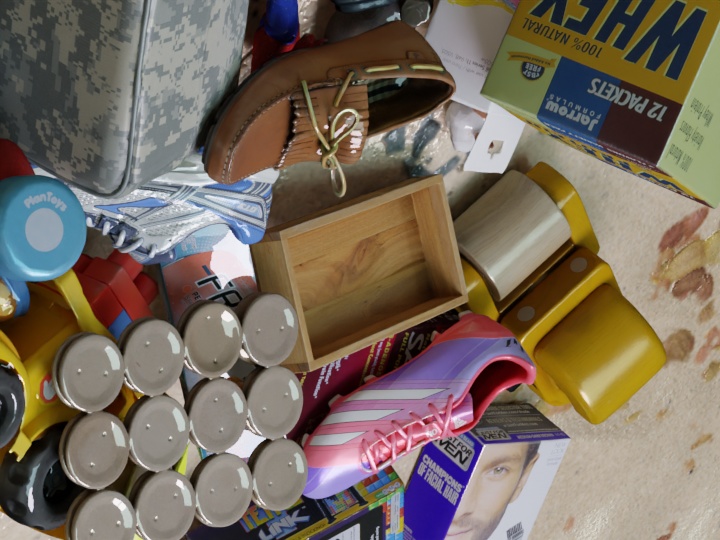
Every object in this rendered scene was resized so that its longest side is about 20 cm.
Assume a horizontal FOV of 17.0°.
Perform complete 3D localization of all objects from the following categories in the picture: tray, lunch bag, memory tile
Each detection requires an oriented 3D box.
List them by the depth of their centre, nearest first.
[{"bbox_3d":[-0.134,-0.163,1.462,0.168,0.139,0.200,-34,144,-45],"label":"lunch bag"},{"bbox_3d":[-0.116,0.100,1.575,0.200,0.017,0.154,-13,102,-41],"label":"memory tile"},{"bbox_3d":[0.000,0.000,1.725,0.200,0.037,0.099,-22,102,-52],"label":"tray"}]

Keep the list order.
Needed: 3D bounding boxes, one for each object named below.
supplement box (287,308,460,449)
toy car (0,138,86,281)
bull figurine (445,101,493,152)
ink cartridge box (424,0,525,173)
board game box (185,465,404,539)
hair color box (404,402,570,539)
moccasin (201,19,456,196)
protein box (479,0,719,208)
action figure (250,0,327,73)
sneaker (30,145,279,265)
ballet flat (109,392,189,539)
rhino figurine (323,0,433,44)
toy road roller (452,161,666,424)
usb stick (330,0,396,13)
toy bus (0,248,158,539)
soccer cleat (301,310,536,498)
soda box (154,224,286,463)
[{"bbox_3d":[-0.019,0.075,1.819,0.200,0.061,0.109,-4,123,-43],"label":"supplement box"},{"bbox_3d":[-0.276,-0.086,1.400,0.176,0.184,0.201,-11,96,-33],"label":"toy car"},{"bbox_3d":[0.139,-0.166,1.779,0.121,0.065,0.200,7,116,-50],"label":"bull figurine"},{"bbox_3d":[0.096,-0.172,1.678,0.201,0.067,0.117,-69,164,8],"label":"ink cartridge box"},{"bbox_3d":[-0.048,0.234,1.878,0.165,0.057,0.200,-25,148,-17],"label":"board game box"},{"bbox_3d":[0.088,0.212,2.029,0.109,0.065,0.201,0,118,-43],"label":"hair color box"},{"bbox_3d":[-0.018,-0.097,1.524,0.201,0.078,0.074,-22,145,-46],"label":"moccasin"},{"bbox_3d":[0.204,-0.171,1.645,0.201,0.135,0.198,-67,159,2],"label":"protein box"},{"bbox_3d":[-0.048,-0.169,1.569,0.051,0.066,0.200,3,150,-5],"label":"action figure"},{"bbox_3d":[-0.147,-0.042,1.542,0.199,0.077,0.086,-2,103,-14],"label":"sneaker"},{"bbox_3d":[-0.146,0.130,1.651,0.067,0.200,0.067,32,123,-12],"label":"ballet flat"},{"bbox_3d":[0.019,-0.182,1.643,0.060,0.087,0.200,28,101,-6],"label":"rhino figurine"},{"bbox_3d":[0.155,0.029,1.881,0.123,0.146,0.200,-42,141,-10],"label":"toy road roller"},{"bbox_3d":[-0.006,-0.265,1.545,0.055,0.033,0.201,-17,115,-23],"label":"usb stick"},{"bbox_3d":[-0.219,0.048,1.564,0.192,0.135,0.200,-53,140,-18],"label":"toy bus"},{"bbox_3d":[0.039,0.108,1.791,0.200,0.076,0.067,-37,140,-16],"label":"soccer cleat"},{"bbox_3d":[-0.100,0.037,1.661,0.063,0.068,0.201,-15,119,-8],"label":"soda box"}]
